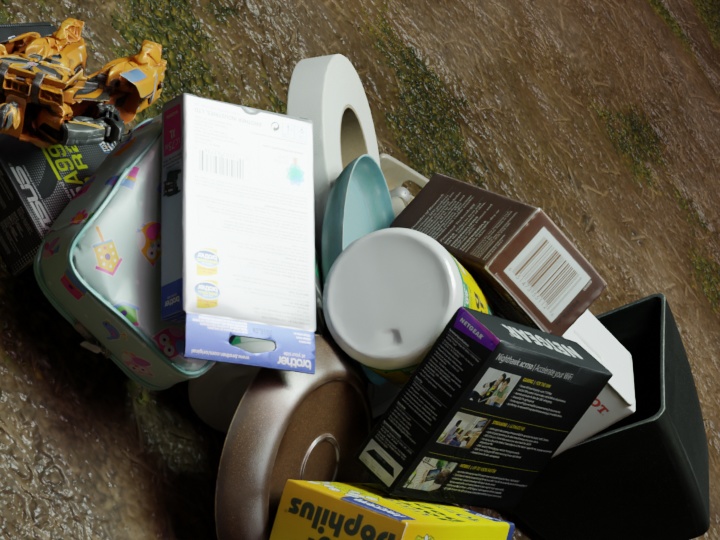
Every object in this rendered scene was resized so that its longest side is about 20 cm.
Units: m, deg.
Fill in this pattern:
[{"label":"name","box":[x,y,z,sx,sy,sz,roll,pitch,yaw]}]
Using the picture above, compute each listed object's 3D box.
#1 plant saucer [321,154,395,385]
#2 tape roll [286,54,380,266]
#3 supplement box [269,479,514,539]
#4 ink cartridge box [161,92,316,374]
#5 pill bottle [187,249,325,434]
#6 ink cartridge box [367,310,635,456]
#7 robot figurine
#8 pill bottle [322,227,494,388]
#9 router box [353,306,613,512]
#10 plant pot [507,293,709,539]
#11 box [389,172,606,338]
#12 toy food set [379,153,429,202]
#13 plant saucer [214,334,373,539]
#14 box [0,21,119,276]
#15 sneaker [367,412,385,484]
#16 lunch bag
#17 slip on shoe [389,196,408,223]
[{"label":"plant saucer","box":[0.000,0.000,1.683,0.200,0.027,0.201,-3,90,-75]},{"label":"tape roll","box":[-0.021,-0.095,1.767,0.203,0.037,0.203,-8,90,-76]},{"label":"supplement box","box":[0.020,0.229,1.492,0.200,0.109,0.110,14,92,-62]},{"label":"ink cartridge box","box":[-0.090,-0.023,1.440,0.119,0.042,0.201,10,69,-36]},{"label":"pill bottle","box":[-0.087,0.028,1.599,0.113,0.113,0.200,34,35,-35]},{"label":"ink cartridge box","box":[0.127,0.105,1.766,0.146,0.200,0.086,45,28,-24]},{"label":"robot figurine","box":[-0.228,-0.142,1.466,0.145,0.058,0.200,16,19,10]},{"label":"pill bottle","box":[0.048,0.040,1.584,0.113,0.113,0.200,66,8,18]},{"label":"router box","box":[0.101,0.115,1.544,0.051,0.149,0.200,42,13,31]},{"label":"plant pot","box":[0.246,0.175,1.910,0.178,0.199,0.200,56,25,-25]},{"label":"box","box":[0.114,-0.014,1.672,0.100,0.075,0.200,46,-7,-23]},{"label":"toy food set","box":[0.080,-0.013,1.971,0.143,0.060,0.200,28,39,-41]},{"label":"plant saucer","box":[-0.042,0.151,1.497,0.200,0.032,0.201,-32,128,-52]},{"label":"box","box":[-0.258,-0.101,1.537,0.200,0.044,0.160,60,28,8]},{"label":"sneaker","box":[0.072,0.168,1.684,0.076,0.200,0.116,48,-18,48]},{"label":"lunch bag","box":[-0.144,-0.013,1.472,0.160,0.077,0.200,47,55,-21]},{"label":"slip on shoe","box":[0.077,0.016,1.826,0.076,0.060,0.200,-139,-155,-75]}]
